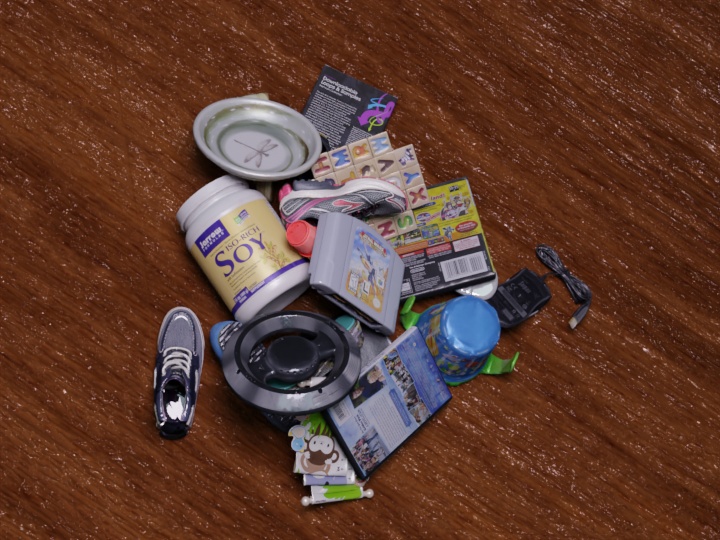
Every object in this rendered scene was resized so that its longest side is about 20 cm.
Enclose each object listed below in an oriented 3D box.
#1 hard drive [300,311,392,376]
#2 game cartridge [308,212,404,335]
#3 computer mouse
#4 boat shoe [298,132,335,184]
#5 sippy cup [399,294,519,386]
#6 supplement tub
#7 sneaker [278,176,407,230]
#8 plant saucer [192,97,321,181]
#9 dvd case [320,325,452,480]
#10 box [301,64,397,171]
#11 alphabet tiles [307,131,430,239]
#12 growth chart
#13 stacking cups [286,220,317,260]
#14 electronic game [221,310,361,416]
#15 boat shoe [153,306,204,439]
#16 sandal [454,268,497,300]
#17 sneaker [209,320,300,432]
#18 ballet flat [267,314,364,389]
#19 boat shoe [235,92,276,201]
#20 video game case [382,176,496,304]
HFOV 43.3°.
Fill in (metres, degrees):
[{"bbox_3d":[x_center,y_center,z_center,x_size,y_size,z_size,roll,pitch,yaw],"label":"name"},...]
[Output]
[{"bbox_3d":[0.004,0.157,1.423,0.134,0.042,0.201,-24,78,-18],"label":"hard drive"},{"bbox_3d":[0.000,0.000,1.360,0.200,0.041,0.134,36,60,-46],"label":"game cartridge"},{"bbox_3d":[0.296,0.058,1.519,0.140,0.046,0.200,45,57,9],"label":"computer mouse"},{"bbox_3d":[-0.069,-0.126,1.472,0.074,0.062,0.202,-5,93,-5],"label":"boat shoe"},{"bbox_3d":[0.156,0.101,1.427,0.176,0.130,0.141,-6,73,-13],"label":"sippy cup"},{"bbox_3d":[-0.177,-0.032,1.393,0.145,0.145,0.201,-33,81,-20],"label":"supplement tub"},{"bbox_3d":[-0.025,-0.092,1.396,0.198,0.081,0.075,-5,65,-7],"label":"sneaker"},{"bbox_3d":[-0.161,-0.192,1.403,0.199,0.050,0.201,10,42,-9],"label":"plant saucer"},{"bbox_3d":[0.042,0.198,1.360,0.200,0.018,0.143,-39,116,-24],"label":"dvd case"},{"bbox_3d":[-0.036,-0.239,1.551,0.142,0.036,0.201,24,70,-3],"label":"box"},{"bbox_3d":[0.005,-0.122,1.449,0.199,0.006,0.167,-20,106,-3],"label":"alphabet tiles"},{"bbox_3d":[-0.042,0.250,1.334,0.144,0.018,0.202,-4,99,-33],"label":"growth chart"},{"bbox_3d":[-0.045,-0.022,1.384,0.060,0.200,0.061,-8,71,23],"label":"stacking cups"},{"bbox_3d":[-0.097,0.127,1.290,0.198,0.042,0.201,2,40,-2],"label":"electronic game"},{"bbox_3d":[-0.268,0.143,1.343,0.074,0.093,0.202,1,72,-11],"label":"boat shoe"},{"bbox_3d":[0.143,-0.020,1.507,0.202,0.050,0.083,35,77,16],"label":"sandal"},{"bbox_3d":[-0.159,0.160,1.384,0.066,0.078,0.201,-41,103,-26],"label":"sneaker"},{"bbox_3d":[-0.069,0.150,1.354,0.200,0.072,0.072,-38,83,-22],"label":"ballet flat"},{"bbox_3d":[-0.172,-0.202,1.495,0.062,0.073,0.201,-4,62,-7],"label":"boat shoe"},{"bbox_3d":[0.102,-0.046,1.481,0.199,0.026,0.182,-15,68,3],"label":"video game case"}]
